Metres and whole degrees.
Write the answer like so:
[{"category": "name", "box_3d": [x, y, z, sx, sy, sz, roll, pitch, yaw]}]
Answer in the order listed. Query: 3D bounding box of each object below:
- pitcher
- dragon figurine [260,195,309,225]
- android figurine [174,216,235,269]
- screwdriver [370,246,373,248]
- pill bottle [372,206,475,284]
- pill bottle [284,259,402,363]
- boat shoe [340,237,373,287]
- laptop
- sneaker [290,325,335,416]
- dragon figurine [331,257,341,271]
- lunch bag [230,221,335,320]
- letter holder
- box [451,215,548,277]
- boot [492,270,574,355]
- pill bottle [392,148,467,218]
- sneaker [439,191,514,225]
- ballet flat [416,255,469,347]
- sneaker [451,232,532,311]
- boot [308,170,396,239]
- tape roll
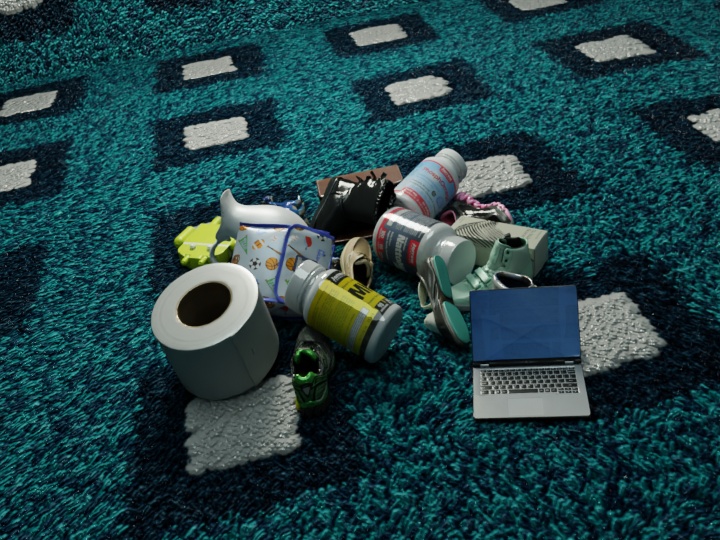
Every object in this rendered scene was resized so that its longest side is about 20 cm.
[{"category": "pitcher", "box_3d": [-0.224, -0.064, 1.762, 0.196, 0.175, 0.121, 19, 15, 0]}, {"category": "dragon figurine", "box_3d": [-0.175, -0.122, 1.882, 0.097, 0.060, 0.201, -19, 34, -7]}, {"category": "android figurine", "box_3d": [-0.343, -0.064, 1.866, 0.178, 0.042, 0.201, 5, 33, 21]}, {"category": "screwdriver", "box_3d": [0.087, -0.060, 1.762, 0.195, 0.029, 0.029, -9, 2, 4]}, {"category": "pill bottle", "box_3d": [0.130, -0.047, 1.640, 0.119, 0.122, 0.198, -32, 38, -32]}, {"category": "pill bottle", "box_3d": [-0.033, 0.069, 1.454, 0.197, 0.116, 0.114, 29, 44, 16]}, {"category": "boat shoe", "box_3d": [0.000, 0.000, 1.623, 0.064, 0.071, 0.203, -41, 28, 36]}, {"category": "laptop", "box_3d": [0.273, 0.133, 1.328, 0.183, 0.118, 0.202, -4, 33, 10]}, {"category": "sneaker", "box_3d": [-0.084, 0.156, 1.414, 0.076, 0.087, 0.201, -9, 32, 0]}, {"category": "dragon figurine", "box_3d": [-0.083, -0.012, 1.698, 0.197, 0.060, 0.099, -23, 35, -21]}, {"category": "lunch bag", "box_3d": [-0.154, 0.002, 1.590, 0.195, 0.124, 0.174, 6, 69, 15]}, {"category": "letter holder", "box_3d": [0.008, -0.149, 1.851, 0.195, 0.102, 0.143, -11, 34, -3]}, {"category": "box", "box_3d": [0.279, -0.051, 1.657, 0.196, 0.070, 0.082, 11, 36, 30]}, {"category": "boot", "box_3d": [0.303, 0.073, 1.433, 0.073, 0.097, 0.199, -28, 37, -28]}, {"category": "pill bottle", "box_3d": [0.150, -0.180, 1.796, 0.107, 0.110, 0.200, 20, 54, 38]}, {"category": "sneaker", "box_3d": [0.248, -0.105, 1.755, 0.095, 0.080, 0.199, -33, 31, -23]}, {"category": "ballet flat", "box_3d": [0.148, 0.067, 1.500, 0.068, 0.067, 0.203, -36, 48, 29]}, {"category": "sneaker", "box_3d": [0.236, -0.002, 1.546, 0.196, 0.120, 0.074, -19, 35, -13]}, {"category": "boot", "box_3d": [-0.016, -0.116, 1.727, 0.160, 0.073, 0.202, 8, 71, 36]}, {"category": "tape roll", "box_3d": [-0.257, 0.106, 1.447, 0.198, 0.141, 0.205, -9, 44, 9]}]
